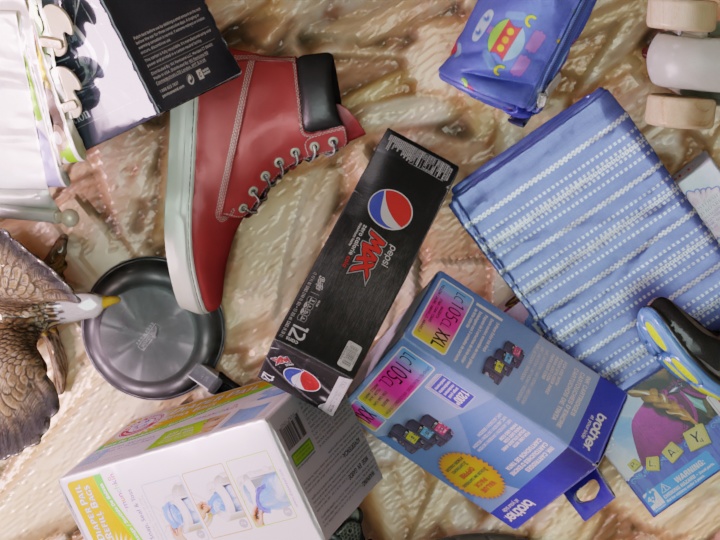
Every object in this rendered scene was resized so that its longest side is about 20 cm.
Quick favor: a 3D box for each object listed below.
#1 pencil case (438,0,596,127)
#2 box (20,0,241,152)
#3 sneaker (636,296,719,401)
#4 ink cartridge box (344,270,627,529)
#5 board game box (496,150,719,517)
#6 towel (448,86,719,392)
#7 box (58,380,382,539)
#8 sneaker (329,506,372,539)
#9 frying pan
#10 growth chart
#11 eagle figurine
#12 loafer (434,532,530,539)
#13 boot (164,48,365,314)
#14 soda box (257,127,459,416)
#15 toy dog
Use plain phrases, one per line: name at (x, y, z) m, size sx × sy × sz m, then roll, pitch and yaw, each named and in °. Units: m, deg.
pencil case at (0.134, -0.202, 1.291) m, size 0.087 × 0.078 × 0.200 m, roll 35°, pitch 104°, yaw 27°
box at (-0.219, -0.174, 1.272) m, size 0.200 × 0.104 × 0.182 m, roll -20°, pitch 99°, yaw 37°
sneaker at (0.286, 0.061, 1.297) m, size 0.199 × 0.071 × 0.083 m, roll 23°, pitch 92°, yaw -14°
ink cartridge box at (0.101, 0.106, 1.328) m, size 0.200 × 0.076 × 0.136 m, roll 32°, pitch 144°, yaw -4°
board game box at (0.240, 0.049, 1.355) m, size 0.200 × 0.041 × 0.200 m, roll -38°, pitch 96°, yaw 11°
towel at (0.176, -0.017, 1.318) m, size 0.145 × 0.024 × 0.200 m, roll -35°, pitch 98°, yaw 9°
box at (-0.105, 0.155, 1.338) m, size 0.200 × 0.112 × 0.101 m, roll -19°, pitch 101°, yaw 29°
sneaker at (-0.064, 0.225, 1.361) m, size 0.199 × 0.076 × 0.114 m, roll 6°, pitch 96°, yaw -41°
frying pan at (-0.144, 0.079, 1.400) m, size 0.115 × 0.031 × 0.190 m, roll -29°, pitch 95°, yaw 10°
growth chart at (-0.246, -0.119, 1.238) m, size 0.145 × 0.018 × 0.200 m, roll 12°, pitch 119°, yaw 27°
eagle figurine at (-0.250, 0.033, 1.308) m, size 0.151 × 0.200 × 0.152 m, roll -37°, pitch 97°, yaw 11°
loafer at (0.053, 0.252, 1.378) m, size 0.200 × 0.072 × 0.063 m, roll -8°, pitch 129°, yaw -25°
boot at (-0.070, -0.064, 1.341) m, size 0.144 × 0.072 × 0.200 m, roll 3°, pitch 96°, yaw 2°
soda box at (0.000, 0.000, 1.291) m, size 0.063 × 0.071 × 0.200 m, roll 28°, pitch 60°, yaw 1°
toy dog at (0.282, -0.147, 1.301) m, size 0.200 × 0.096 × 0.132 m, roll 21°, pitch 100°, yaw -15°
